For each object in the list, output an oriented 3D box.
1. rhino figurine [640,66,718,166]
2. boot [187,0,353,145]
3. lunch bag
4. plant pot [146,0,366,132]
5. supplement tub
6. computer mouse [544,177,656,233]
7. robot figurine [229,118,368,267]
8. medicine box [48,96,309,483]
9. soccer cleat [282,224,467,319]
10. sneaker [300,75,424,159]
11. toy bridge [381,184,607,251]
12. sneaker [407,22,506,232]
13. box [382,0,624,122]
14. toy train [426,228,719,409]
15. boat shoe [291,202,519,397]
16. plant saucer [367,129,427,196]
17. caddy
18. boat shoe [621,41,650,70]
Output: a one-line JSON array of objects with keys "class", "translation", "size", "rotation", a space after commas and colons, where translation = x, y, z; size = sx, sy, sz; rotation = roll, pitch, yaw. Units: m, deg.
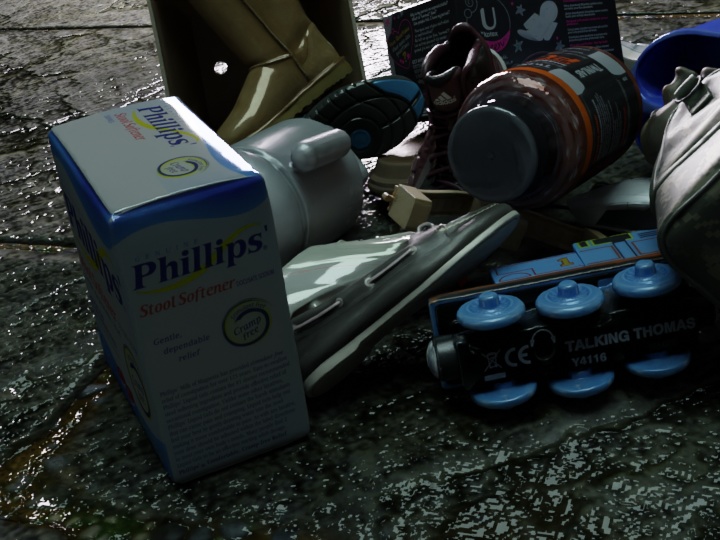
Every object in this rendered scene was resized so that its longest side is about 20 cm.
[{"class": "rhino figurine", "translation": [0.311, -0.080, 0.927], "size": [0.200, 0.060, 0.088], "rotation": [36, 85, 16]}, {"class": "boot", "translation": [-0.126, -0.222, 1.118], "size": [0.175, 0.200, 0.066], "rotation": [-42, 9, -20]}, {"class": "lunch bag", "translation": [0.295, -0.039, 0.783], "size": [0.200, 0.139, 0.168], "rotation": [36, 30, -11]}, {"class": "plant pot", "translation": [-0.109, -0.230, 1.243], "size": [0.199, 0.201, 0.177], "rotation": [-11, 6, -5]}, {"class": "supplement tub", "translation": [0.141, -0.110, 0.913], "size": [0.106, 0.108, 0.200], "rotation": [8, 21, 28]}, {"class": "computer mouse", "translation": [0.213, -0.060, 0.985], "size": [0.199, 0.044, 0.109], "rotation": [12, 17, 30]}, {"class": "robot figurine", "translation": [-0.073, -0.059, 0.994], "size": [0.113, 0.170, 0.200], "rotation": [47, 38, 6]}, {"class": "medicine box", "translation": [-0.127, 0.006, 0.812], "size": [0.102, 0.201, 0.182], "rotation": [-19, 30, -18]}, {"class": "soccer cleat", "translation": [0.000, 0.000, 0.922], "size": [0.199, 0.070, 0.078], "rotation": [-22, 48, -17]}, {"class": "sneaker", "translation": [-0.033, -0.129, 1.124], "size": [0.199, 0.073, 0.082], "rotation": [-27, 17, 8]}, {"class": "toy bridge", "translation": [0.103, -0.039, 0.916], "size": [0.199, 0.027, 0.067], "rotation": [11, 19, -28]}, {"class": "sneaker", "translation": [0.067, -0.108, 0.961], "size": [0.075, 0.116, 0.201], "rotation": [5, 76, 18]}, {"class": "box", "translation": [0.141, -0.216, 1.161], "size": [0.199, 0.115, 0.132], "rotation": [-11, 6, -31]}, {"class": "toy train", "translation": [0.141, 0.033, 0.818], "size": [0.199, 0.087, 0.114], "rotation": [-12, 20, 1]}, {"class": "boat shoe", "translation": [0.022, 0.007, 0.834], "size": [0.200, 0.067, 0.057], "rotation": [-40, 76, -2]}, {"class": "plant saucer", "translation": [0.100, -0.113, 1.101], "size": [0.199, 0.030, 0.200], "rotation": [-14, 15, 4]}, {"class": "caddy", "translation": [0.326, -0.140, 1.015], "size": [0.199, 0.142, 0.105], "rotation": [16, 34, 40]}, {"class": "boat shoe", "translation": [0.289, -0.200, 1.225], "size": [0.071, 0.070, 0.201], "rotation": [-3, 21, -33]}]
